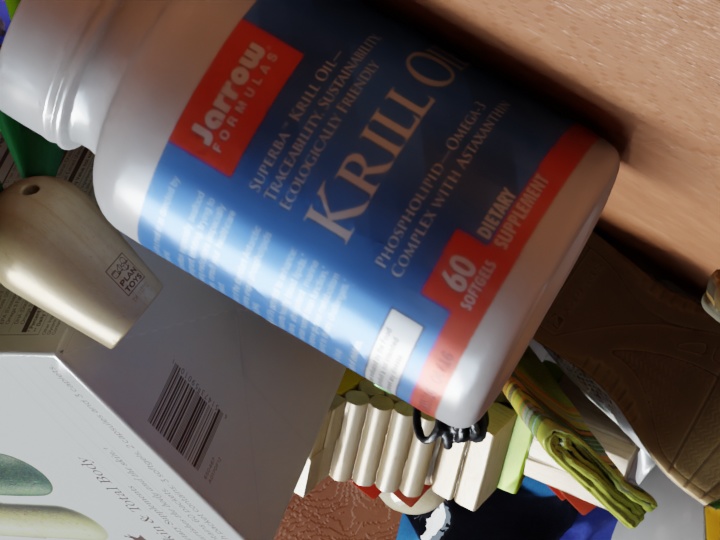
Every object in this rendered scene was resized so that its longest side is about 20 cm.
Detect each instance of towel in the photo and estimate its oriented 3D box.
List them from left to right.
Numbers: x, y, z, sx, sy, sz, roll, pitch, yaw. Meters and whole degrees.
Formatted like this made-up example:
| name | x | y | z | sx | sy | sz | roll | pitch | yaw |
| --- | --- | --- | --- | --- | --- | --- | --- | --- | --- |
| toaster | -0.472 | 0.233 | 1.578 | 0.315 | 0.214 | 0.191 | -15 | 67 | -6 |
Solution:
| name | x | y | z | sx | sy | sz | roll | pitch | yaw |
| --- | --- | --- | --- | --- | --- | --- | --- | --- | --- |
| towel | 0.062 | 0.029 | 1.089 | 0.086 | 0.018 | 0.200 | 44 | -171 | -44 |

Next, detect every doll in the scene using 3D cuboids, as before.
| name | x | y | z | sx | sy | sz | roll | pitch | yaw |
| --- | --- | --- | --- | --- | --- | --- | --- | --- | --- |
| doll | 0.071 | 0.131 | 1.233 | 0.200 | 0.136 | 0.049 | 33 | -150 | -47 |

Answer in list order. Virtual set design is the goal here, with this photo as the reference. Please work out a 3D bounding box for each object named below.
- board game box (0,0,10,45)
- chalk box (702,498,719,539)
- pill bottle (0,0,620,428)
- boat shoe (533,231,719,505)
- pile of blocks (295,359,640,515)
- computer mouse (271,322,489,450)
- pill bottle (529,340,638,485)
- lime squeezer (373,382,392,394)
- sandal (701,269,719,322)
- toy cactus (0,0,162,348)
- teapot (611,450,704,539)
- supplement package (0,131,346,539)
| name | x | y | z | sx | sy | sz | roll | pitch | yaw |
| --- | --- | --- | --- | --- | --- | --- | --- | --- | --- |
| board game box | -0.109 | -0.084 | 1.075 | 0.199 | 0.045 | 0.134 | 30 | 151 | -10 |
| chalk box | 0.241 | 0.162 | 1.004 | 0.123 | 0.125 | 0.200 | -11 | 162 | 35 |
| pill bottle | -0.021 | -0.041 | 0.838 | 0.199 | 0.113 | 0.112 | 29 | 177 | 7 |
| boat shoe | 0.134 | 0.040 | 1.091 | 0.200 | 0.071 | 0.069 | 42 | -176 | 5 |
| pile of blocks | 0.037 | 0.075 | 1.132 | 0.199 | 0.062 | 0.082 | 8 | -145 | -8 |
| computer mouse | 0.000 | 0.000 | 0.971 | 0.044 | 0.110 | 0.200 | -17 | 159 | 19 |
| pill bottle | 0.088 | 0.052 | 1.267 | 0.113 | 0.114 | 0.200 | 28 | 175 | 35 |
| lime squeezer | 0.043 | -0.026 | 0.950 | 0.038 | 0.071 | 0.200 | 14 | -153 | 2 |
| sandal | 0.180 | 0.053 | 0.952 | 0.080 | 0.054 | 0.200 | 29 | 176 | 28 |
| toy cactus | -0.139 | -0.042 | 0.896 | 0.165 | 0.102 | 0.200 | 40 | -141 | -5 |
| teapot | 0.218 | 0.138 | 1.166 | 0.199 | 0.198 | 0.146 | 11 | 143 | -14 |
| supplement package | -0.128 | 0.019 | 1.054 | 0.199 | 0.151 | 0.152 | -2 | 142 | 38 |
